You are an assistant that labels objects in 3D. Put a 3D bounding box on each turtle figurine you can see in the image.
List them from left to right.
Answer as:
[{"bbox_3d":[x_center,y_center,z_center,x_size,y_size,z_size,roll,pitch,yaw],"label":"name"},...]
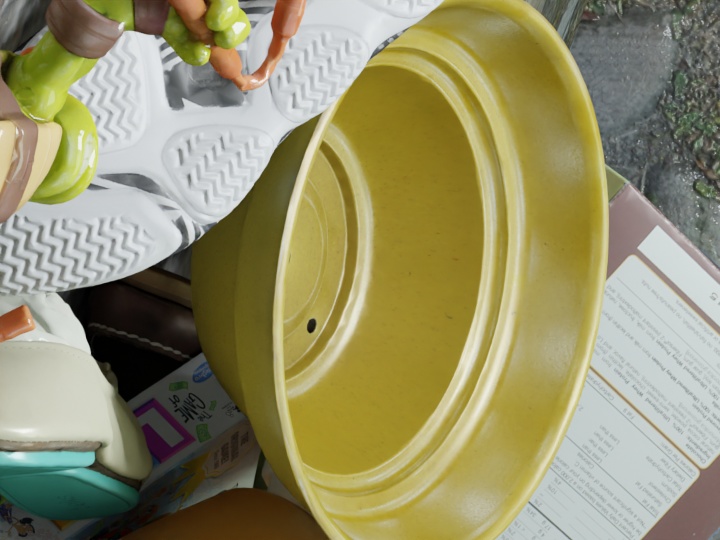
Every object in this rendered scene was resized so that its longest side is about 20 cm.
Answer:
[{"bbox_3d":[-0.096,-0.033,0.656,0.200,0.064,0.161,-43,174,19],"label":"turtle figurine"}]

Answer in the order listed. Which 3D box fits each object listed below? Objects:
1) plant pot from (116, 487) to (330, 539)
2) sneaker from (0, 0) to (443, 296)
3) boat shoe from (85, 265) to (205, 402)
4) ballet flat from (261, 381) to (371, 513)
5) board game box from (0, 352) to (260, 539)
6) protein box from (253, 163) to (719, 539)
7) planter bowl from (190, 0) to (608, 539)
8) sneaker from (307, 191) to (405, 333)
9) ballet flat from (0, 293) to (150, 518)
[{"bbox_3d":[-0.084,0.198,0.909,0.183,0.200,0.201,-20,146,-27],"label":"plant pot"},{"bbox_3d":[-0.060,-0.060,0.821,0.200,0.075,0.115,-40,-168,-18],"label":"sneaker"},{"bbox_3d":[-0.074,0.043,1.084,0.071,0.070,0.200,-65,169,-7],"label":"boat shoe"},{"bbox_3d":[0.001,0.110,0.967,0.069,0.200,0.070,-22,144,-17],"label":"ballet flat"},{"bbox_3d":[-0.106,0.130,1.037,0.134,0.034,0.200,-34,155,-30],"label":"board game box"},{"bbox_3d":[0.062,0.057,1.140,0.200,0.135,0.199,-47,-162,2],"label":"protein box"},{"bbox_3d":[0.000,0.000,0.921,0.200,0.083,0.201,-16,110,-53],"label":"planter bowl"},{"bbox_3d":[0.006,-0.040,1.014,0.075,0.105,0.201,-23,143,-34],"label":"sneaker"},{"bbox_3d":[-0.107,0.038,0.839,0.200,0.069,0.070,78,34,-80],"label":"ballet flat"}]
